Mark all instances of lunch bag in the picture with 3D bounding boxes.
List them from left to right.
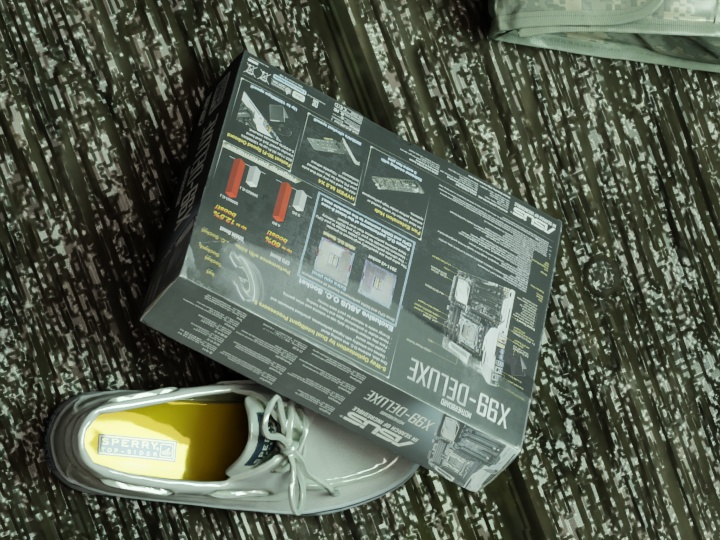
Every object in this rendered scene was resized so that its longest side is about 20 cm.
[{"bbox_3d":[0.162,-0.196,1.601,0.199,0.118,0.165,4,83,-13],"label":"lunch bag"}]

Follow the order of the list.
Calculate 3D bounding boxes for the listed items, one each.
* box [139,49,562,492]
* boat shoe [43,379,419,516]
[{"bbox_3d":[0.000,0.000,1.525,0.199,0.050,0.158,27,48,-16],"label":"box"},{"bbox_3d":[-0.053,0.084,1.519,0.201,0.086,0.075,5,85,-19],"label":"boat shoe"}]
